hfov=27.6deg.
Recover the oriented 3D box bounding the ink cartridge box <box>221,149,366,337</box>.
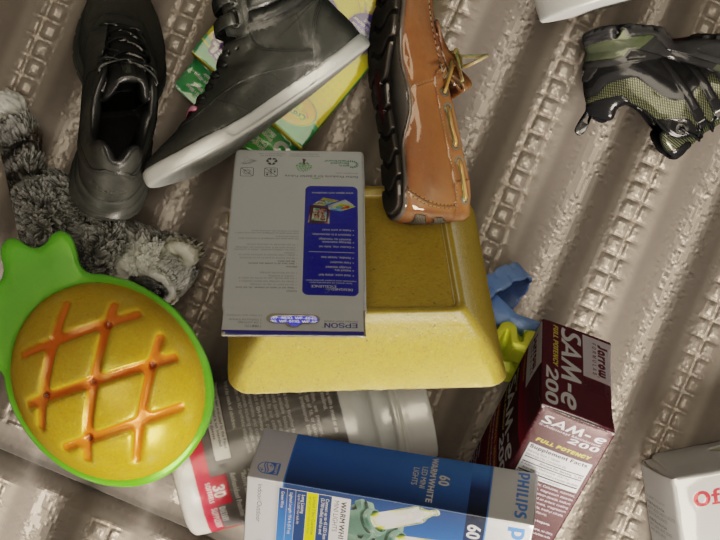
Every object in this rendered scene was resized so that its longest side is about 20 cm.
[{"bbox_3d":[-0.045,-0.011,1.026,0.098,0.201,0.040,2,131,-1],"label":"ink cartridge box"}]

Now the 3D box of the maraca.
[{"bbox_3d":[-0.194,0.063,1.036,0.200,0.107,0.137,41,85,3],"label":"maraca"}]

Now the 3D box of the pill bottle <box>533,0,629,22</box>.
[{"bbox_3d":[0.157,-0.300,1.114,0.115,0.116,0.202,-14,93,-4],"label":"pill bottle"}]

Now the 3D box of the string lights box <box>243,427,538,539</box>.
[{"bbox_3d":[0.020,0.183,1.033,0.197,0.059,0.104,8,121,6],"label":"string lights box"}]

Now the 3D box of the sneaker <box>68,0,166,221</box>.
[{"bbox_3d":[-0.174,-0.141,1.085,0.075,0.091,0.202,2,64,-16],"label":"sneaker"}]

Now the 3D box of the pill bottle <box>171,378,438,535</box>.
[{"bbox_3d":[-0.046,0.126,1.119,0.198,0.111,0.112,-14,93,-4],"label":"pill bottle"}]

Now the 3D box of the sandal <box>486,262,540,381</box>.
[{"bbox_3d":[0.057,0.025,1.149,0.198,0.080,0.088,14,63,-1],"label":"sandal"}]

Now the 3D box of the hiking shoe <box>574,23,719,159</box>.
[{"bbox_3d":[0.269,-0.138,1.160,0.197,0.076,0.102,8,100,4],"label":"hiking shoe"}]

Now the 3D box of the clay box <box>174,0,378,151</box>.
[{"bbox_3d":[-0.043,-0.186,1.138,0.115,0.048,0.201,39,88,-5],"label":"clay box"}]

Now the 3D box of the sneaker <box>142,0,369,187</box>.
[{"bbox_3d":[-0.097,-0.147,1.074,0.199,0.071,0.100,-38,93,-14],"label":"sneaker"}]

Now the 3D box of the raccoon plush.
[{"bbox_3d":[-0.197,-0.053,1.114,0.132,0.097,0.202,-13,93,-12],"label":"raccoon plush"}]

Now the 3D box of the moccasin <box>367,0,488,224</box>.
[{"bbox_3d":[0.051,-0.136,1.085,0.077,0.074,0.204,-2,76,-19],"label":"moccasin"}]

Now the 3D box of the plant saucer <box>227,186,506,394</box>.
[{"bbox_3d":[0.000,0.000,1.081,0.197,0.201,0.049,-1,133,-5],"label":"plant saucer"}]

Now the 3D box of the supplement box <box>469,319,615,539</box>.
[{"bbox_3d":[0.122,0.150,1.092,0.060,0.109,0.201,20,122,-5],"label":"supplement box"}]

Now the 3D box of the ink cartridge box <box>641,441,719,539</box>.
[{"bbox_3d":[0.316,0.241,1.166,0.143,0.083,0.203,-9,93,-4],"label":"ink cartridge box"}]
